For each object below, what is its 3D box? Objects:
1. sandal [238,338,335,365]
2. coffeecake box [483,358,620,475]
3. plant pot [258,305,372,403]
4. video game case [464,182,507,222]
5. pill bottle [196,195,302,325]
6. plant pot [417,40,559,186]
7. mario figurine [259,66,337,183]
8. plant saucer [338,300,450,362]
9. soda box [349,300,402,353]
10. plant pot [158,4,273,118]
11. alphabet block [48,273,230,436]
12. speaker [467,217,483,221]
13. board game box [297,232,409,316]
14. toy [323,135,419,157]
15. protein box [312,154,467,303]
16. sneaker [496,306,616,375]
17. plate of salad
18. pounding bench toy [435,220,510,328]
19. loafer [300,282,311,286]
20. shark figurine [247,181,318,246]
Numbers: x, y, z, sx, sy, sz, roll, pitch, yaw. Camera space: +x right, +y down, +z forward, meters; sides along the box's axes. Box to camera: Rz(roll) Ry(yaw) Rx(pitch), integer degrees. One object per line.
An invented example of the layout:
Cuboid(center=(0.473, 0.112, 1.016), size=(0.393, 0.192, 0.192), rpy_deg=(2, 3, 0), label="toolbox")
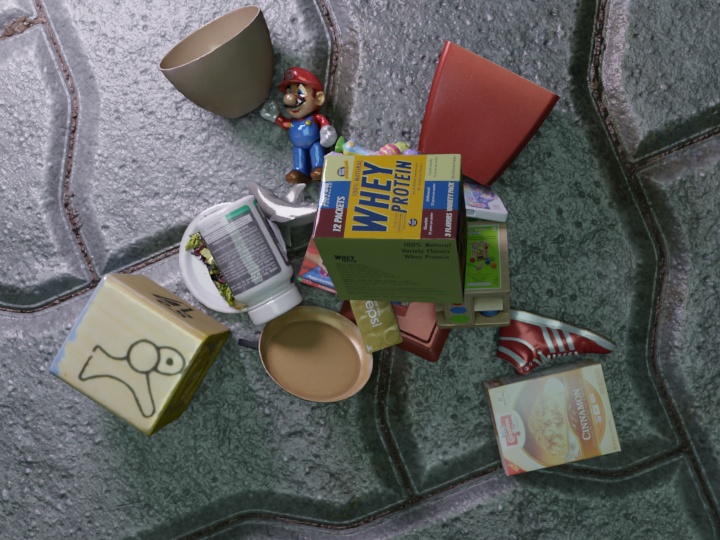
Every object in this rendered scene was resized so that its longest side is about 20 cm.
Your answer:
Cuboid(center=(-0.119, 0.136, 1.353), size=(0.198, 0.075, 0.046), rpy_deg=(14, 81, 5), label="sandal")
Cuboid(center=(0.331, 0.254, 1.328), size=(0.198, 0.073, 0.155), rpy_deg=(-13, 90, 3), label="coffeecake box")
Cuboid(center=(-0.077, 0.145, 1.298), size=(0.199, 0.201, 0.028), rpy_deg=(24, 135, 2), label="plant pot")
Cuboid(center=(0.131, -0.124, 1.241), size=(0.198, 0.143, 0.018), rpy_deg=(9, 113, -4), label="video game case")
Cuboid(center=(-0.185, -0.016, 1.296), size=(0.112, 0.113, 0.201), rpy_deg=(-27, 95, 2), label="pill bottle")
Cuboid(center=(0.195, -0.252, 1.286), size=(0.199, 0.200, 0.177), rpy_deg=(27, 101, 2), label="plant pot")
Cuboid(center=(-0.110, -0.255, 1.334), size=(0.122, 0.106, 0.202), rpy_deg=(-8, 93, -10), label="mario figurine")
Cuboid(center=(0.085, 0.037, 1.360), size=(0.198, 0.037, 0.201), rpy_deg=(24, 91, 2), label="plant saucer")
Cuboid(center=(0.010, 0.032, 1.282), size=(0.067, 0.064, 0.202), rpy_deg=(-18, 99, 0), label="soda box")
Cuboid(center=(-0.227, -0.346, 1.317), size=(0.199, 0.201, 0.135), rpy_deg=(-30, 122, 2), label="plant pot")
Cuboid(center=(-0.368, 0.136, 1.302), size=(0.199, 0.196, 0.196), rpy_deg=(32, 93, 2), label="alphabet block")
Cuboid(center=(0.127, -0.110, 1.334), size=(0.198, 0.088, 0.089), rpy_deg=(16, 90, 3), label="speaker")
Cuboid(center=(0.000, 0.000, 1.319), size=(0.198, 0.019, 0.104), rpy_deg=(18, 95, -5), label="board game box")
Cuboid(center=(0.051, -0.194, 1.288), size=(0.198, 0.115, 0.048), rpy_deg=(16, 115, 17), label="toy")
Cuboid(center=(0.052, -0.056, 1.108), size=(0.196, 0.200, 0.136), rpy_deg=(1, 64, 12), label="protein box")
Cuboid(center=(0.336, 0.142, 1.329), size=(0.198, 0.071, 0.114), rpy_deg=(16, 87, 10), label="sneaker")
Cuboid(center=(-0.232, -0.023, 1.370), size=(0.198, 0.048, 0.202), rpy_deg=(0, 90, 3), label="plate of salad")
Cuboid(center=(0.145, 0.015, 1.257), size=(0.198, 0.156, 0.125), rpy_deg=(-3, 63, 9), label="pounding bench toy")
Cuboid(center=(-0.041, -0.057, 1.356), size=(0.070, 0.073, 0.201), rpy_deg=(24, 96, -7), label="loafer")
Cuboid(center=(-0.110, -0.106, 1.300), size=(0.213, 0.089, 0.129), rpy_deg=(-8, 97, 32), label="shark figurine")
